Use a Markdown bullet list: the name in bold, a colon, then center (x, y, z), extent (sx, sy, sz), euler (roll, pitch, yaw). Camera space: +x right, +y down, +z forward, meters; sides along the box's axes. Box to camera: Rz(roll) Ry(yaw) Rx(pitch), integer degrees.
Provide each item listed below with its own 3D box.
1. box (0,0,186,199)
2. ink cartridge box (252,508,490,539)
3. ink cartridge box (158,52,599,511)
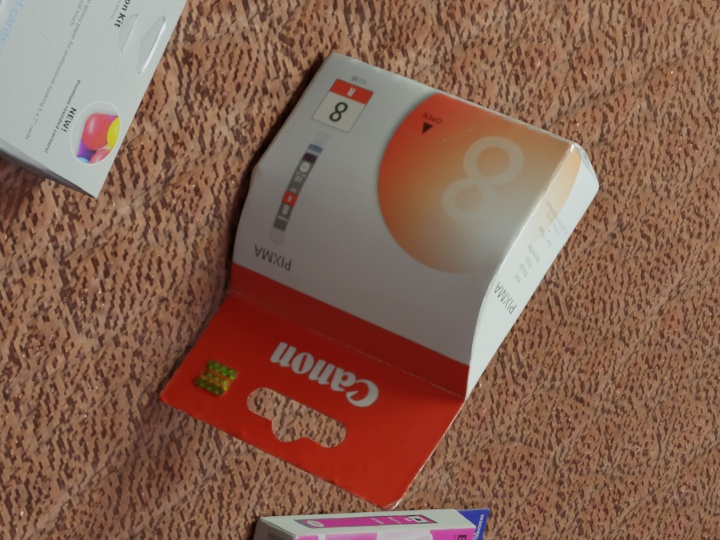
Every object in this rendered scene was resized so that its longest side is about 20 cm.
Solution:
- **box**: center (-0.161, -0.138, 1.247), extent (0.200, 0.041, 0.156), euler (27, 86, -49)
- **ink cartridge box**: center (0.009, 0.185, 1.579), extent (0.200, 0.037, 0.095), euler (2, 105, -50)
- **ink cartridge box**: center (0.000, 0.000, 1.389), extent (0.200, 0.162, 0.050), euler (-56, 145, -16)
